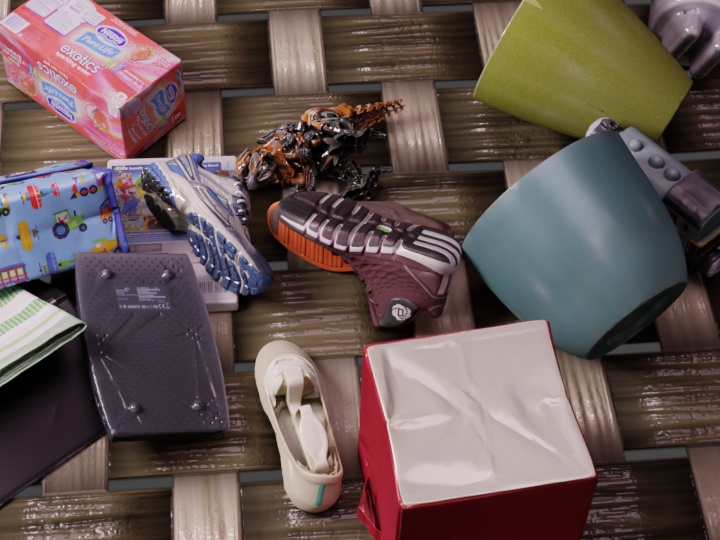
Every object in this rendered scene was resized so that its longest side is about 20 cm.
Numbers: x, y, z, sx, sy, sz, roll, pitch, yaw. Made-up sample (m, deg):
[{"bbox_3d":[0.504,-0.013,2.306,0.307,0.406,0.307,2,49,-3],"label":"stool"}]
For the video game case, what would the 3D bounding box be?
[{"bbox_3d":[-0.201,-0.040,1.627,0.142,0.018,0.201,-2,53,-2],"label":"video game case"}]

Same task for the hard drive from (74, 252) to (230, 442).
[{"bbox_3d":[-0.208,0.075,1.490,0.134,0.042,0.201,0,57,-30],"label":"hard drive"}]

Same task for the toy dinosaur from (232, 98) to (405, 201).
[{"bbox_3d":[-0.039,-0.141,1.667,0.200,0.102,0.136,-45,46,-6],"label":"toy dinosaur"}]

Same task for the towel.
[{"bbox_3d":[-0.369,0.063,1.459,0.152,0.023,0.200,-35,32,-25],"label":"towel"}]

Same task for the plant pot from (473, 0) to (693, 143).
[{"bbox_3d":[0.257,-0.218,1.691,0.199,0.187,0.187,33,57,6],"label":"plant pot"}]

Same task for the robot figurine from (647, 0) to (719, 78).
[{"bbox_3d":[0.397,-0.320,1.794,0.169,0.113,0.201,27,52,-15],"label":"robot figurine"}]

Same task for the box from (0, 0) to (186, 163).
[{"bbox_3d":[-0.300,-0.224,1.717,0.200,0.095,0.103,34,59,22],"label":"box"}]

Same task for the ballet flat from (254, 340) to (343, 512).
[{"bbox_3d":[-0.057,0.134,1.467,0.069,0.070,0.201,-12,54,-10],"label":"ballet flat"}]

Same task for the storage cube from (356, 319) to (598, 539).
[{"bbox_3d":[0.096,0.173,1.370,0.199,0.180,0.172,-7,53,-8],"label":"storage cube"}]

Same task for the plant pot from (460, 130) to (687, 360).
[{"bbox_3d":[0.225,-0.011,1.510,0.200,0.201,0.161,-29,71,-21],"label":"plant pot"}]

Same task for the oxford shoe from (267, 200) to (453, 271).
[{"bbox_3d":[0.001,-0.041,1.614,0.199,0.072,0.073,14,30,9],"label":"oxford shoe"}]

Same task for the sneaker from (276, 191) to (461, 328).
[{"bbox_3d":[0.000,0.000,1.544,0.199,0.116,0.076,20,33,20],"label":"sneaker"}]

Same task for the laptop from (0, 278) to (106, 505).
[{"bbox_3d":[-0.357,0.111,1.514,0.187,0.116,0.200,-34,32,-25],"label":"laptop"}]

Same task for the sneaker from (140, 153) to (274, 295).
[{"bbox_3d":[-0.143,-0.058,1.586,0.085,0.077,0.200,-29,59,-26],"label":"sneaker"}]

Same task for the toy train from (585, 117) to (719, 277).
[{"bbox_3d":[0.307,-0.079,1.607,0.085,0.114,0.200,-32,60,-24],"label":"toy train"}]

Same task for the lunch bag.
[{"bbox_3d":[-0.339,-0.065,1.581,0.150,0.095,0.200,-16,21,-17],"label":"lunch bag"}]
